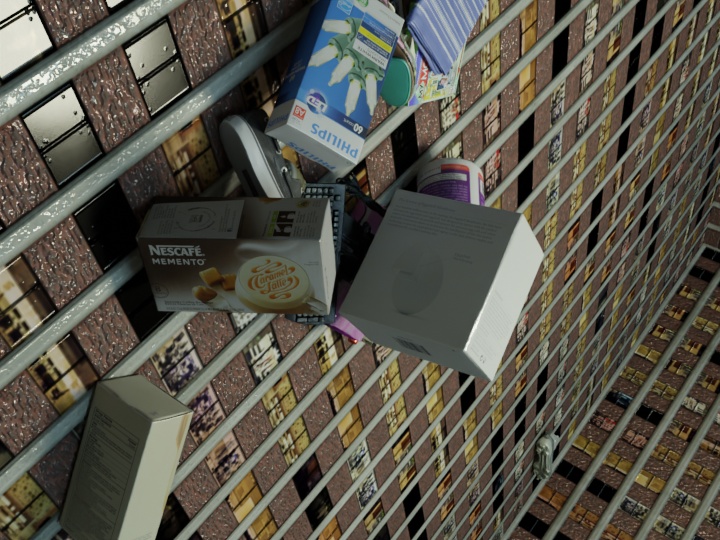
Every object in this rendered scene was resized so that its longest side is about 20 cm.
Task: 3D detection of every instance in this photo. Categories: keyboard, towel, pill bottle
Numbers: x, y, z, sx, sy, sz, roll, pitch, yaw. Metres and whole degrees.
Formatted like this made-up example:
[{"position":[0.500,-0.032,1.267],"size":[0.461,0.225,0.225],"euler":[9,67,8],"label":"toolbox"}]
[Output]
[{"position":[-0.038,-0.022,1.143],"size":[0.127,0.021,0.201],"euler":[-3,109,-25],"label":"keyboard"},{"position":[-0.013,-0.058,1.178],"size":[0.200,0.021,0.127],"euler":[37,87,-32],"label":"keyboard"},{"position":[0.135,-0.395,1.178],"size":[0.200,0.024,0.145],"euler":[-61,148,-7],"label":"towel"},{"position":[0.145,-0.070,1.324],"size":[0.111,0.111,0.201],"euler":[56,31,-57],"label":"pill bottle"}]

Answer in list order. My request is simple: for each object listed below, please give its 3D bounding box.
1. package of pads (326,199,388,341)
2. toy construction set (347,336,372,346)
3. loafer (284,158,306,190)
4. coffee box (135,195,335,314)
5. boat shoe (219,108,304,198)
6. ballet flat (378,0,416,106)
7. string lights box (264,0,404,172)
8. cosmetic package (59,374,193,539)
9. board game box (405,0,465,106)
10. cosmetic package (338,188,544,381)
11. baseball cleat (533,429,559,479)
[{"position":[0.000,0.000,1.273],"size":[0.200,0.076,0.120],"euler":[-61,146,-5],"label":"package of pads"},{"position":[0.056,0.045,1.358],"size":[0.200,0.131,0.092],"euler":[-58,-166,-7],"label":"toy construction set"},{"position":[-0.112,-0.044,1.063],"size":[0.070,0.075,0.201],"euler":[6,107,-62],"label":"loafer"},{"position":[-0.133,-0.017,0.921],"size":[0.080,0.199,0.115],"euler":[-83,172,-48],"label":"coffee box"},{"position":[-0.100,-0.098,0.986],"size":[0.066,0.070,0.201],"euler":[-32,104,-30],"label":"boat shoe"},{"position":[0.038,-0.308,1.112],"size":[0.200,0.069,0.071],"euler":[56,46,-56],"label":"ballet flat"},{"position":[-0.029,-0.230,0.975],"size":[0.103,0.059,0.201],"euler":[26,72,-29],"label":"string lights box"},{"position":[-0.283,0.238,0.993],"size":[0.071,0.105,0.201],"euler":[-4,118,-58],"label":"cosmetic package"},{"position":[0.114,-0.352,1.223],"size":[0.134,0.029,0.201],"euler":[-26,134,-48],"label":"board game box"},{"position":[0.113,0.016,1.125],"size":[0.123,0.199,0.200],"euler":[45,66,-53],"label":"cosmetic package"},{"position":[0.625,0.611,2.741],"size":[0.106,0.070,0.200],"euler":[-41,144,-33],"label":"baseball cleat"}]
